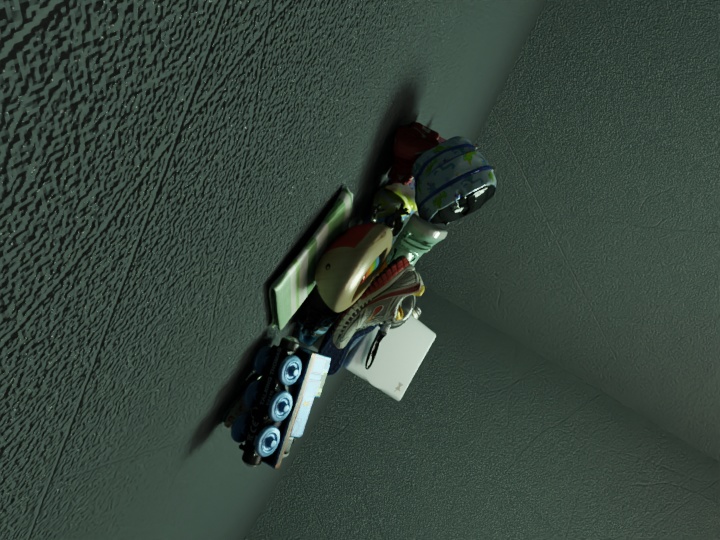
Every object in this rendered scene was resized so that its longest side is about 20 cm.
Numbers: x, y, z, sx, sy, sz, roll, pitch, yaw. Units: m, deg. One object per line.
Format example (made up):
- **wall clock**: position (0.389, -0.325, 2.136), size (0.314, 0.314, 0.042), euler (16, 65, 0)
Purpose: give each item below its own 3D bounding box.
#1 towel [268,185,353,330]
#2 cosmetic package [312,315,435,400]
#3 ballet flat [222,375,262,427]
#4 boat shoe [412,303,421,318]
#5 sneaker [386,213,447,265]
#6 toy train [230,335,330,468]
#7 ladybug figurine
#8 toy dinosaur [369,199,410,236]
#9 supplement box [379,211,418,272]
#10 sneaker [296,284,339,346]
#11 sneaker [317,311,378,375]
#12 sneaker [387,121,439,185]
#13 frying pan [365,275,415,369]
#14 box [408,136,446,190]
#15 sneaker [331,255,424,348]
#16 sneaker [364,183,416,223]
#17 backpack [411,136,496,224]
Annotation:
- **towel**: position (-0.073, -0.016, 0.768), size (0.201, 0.023, 0.153), euler (-55, 170, -27)
- **cosmetic package**: position (0.021, 0.150, 1.134), size (0.168, 0.167, 0.199), euler (-58, -150, -9)
- **ballet flat**: position (-0.156, 0.208, 0.884), size (0.200, 0.063, 0.076), euler (-47, 164, -58)
- **boat shoe**: position (0.087, 0.044, 1.195), size (0.065, 0.200, 0.072), euler (-37, 124, -7)
- **sneaker**: position (0.097, -0.037, 0.950), size (0.119, 0.073, 0.200), euler (-62, -179, 2)
- **toy train**: position (-0.123, 0.206, 0.807), size (0.114, 0.086, 0.203), euler (27, 77, -52)
- **ladybug figurine**: position (-0.011, -0.014, 0.804), size (0.137, 0.071, 0.200), euler (-64, 170, 29)
- **toy dinosaur**: position (0.035, -0.082, 0.923), size (0.199, 0.048, 0.088), euler (-19, 151, -46)
- **supplement box**: position (0.088, -0.063, 1.164), size (0.201, 0.073, 0.127), euler (-54, 171, -41)
- **sneaker**: position (-0.072, 0.078, 0.915), size (0.082, 0.073, 0.201), euler (-57, 172, -26)
- **sneaker**: position (-0.021, 0.106, 0.984), size (0.201, 0.070, 0.078), euler (-51, -169, 15)
- **sneaker**: position (0.091, -0.200, 0.949), size (0.117, 0.078, 0.200), euler (-65, 170, 27)
- **frying pan**: position (0.042, 0.088, 1.005), size (0.191, 0.115, 0.031), euler (-51, -156, -16)
- **box**: position (0.163, -0.222, 1.247), size (0.095, 0.102, 0.201), euler (-56, 170, -28)
- **sneaker**: position (0.027, 0.070, 0.881), size (0.200, 0.082, 0.078), euler (-44, -179, 17)
- **sneaker**: position (0.061, -0.125, 1.076), size (0.105, 0.076, 0.199), euler (-53, 163, 23)
- **backpack**: position (0.162, -0.151, 0.905), size (0.161, 0.155, 0.200), euler (-21, -168, 13)
